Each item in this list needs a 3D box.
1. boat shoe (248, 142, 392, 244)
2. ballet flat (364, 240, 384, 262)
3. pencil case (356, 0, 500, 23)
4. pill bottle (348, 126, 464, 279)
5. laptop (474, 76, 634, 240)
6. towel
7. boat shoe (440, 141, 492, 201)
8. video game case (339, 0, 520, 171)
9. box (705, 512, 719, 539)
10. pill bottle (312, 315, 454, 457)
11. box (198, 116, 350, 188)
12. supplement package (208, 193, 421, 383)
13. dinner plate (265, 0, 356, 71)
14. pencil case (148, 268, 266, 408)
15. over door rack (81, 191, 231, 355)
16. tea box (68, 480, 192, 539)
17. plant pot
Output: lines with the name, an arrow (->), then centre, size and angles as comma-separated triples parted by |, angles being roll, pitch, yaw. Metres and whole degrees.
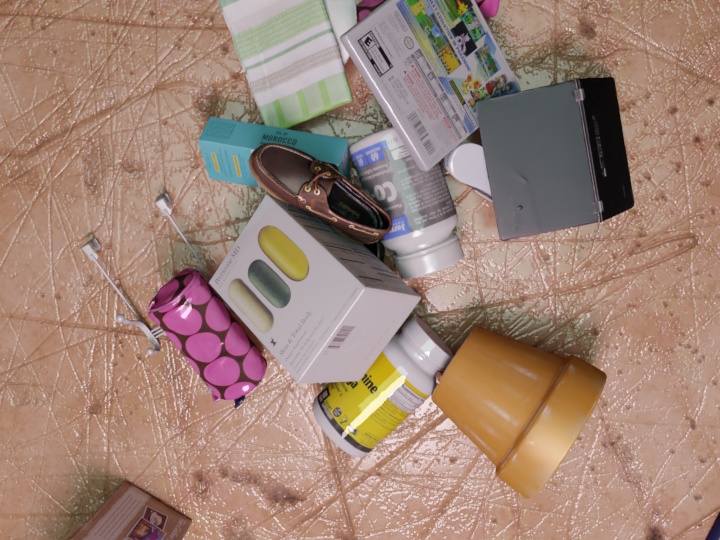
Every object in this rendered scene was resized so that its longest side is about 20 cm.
boat shoe -> -0.046, -0.103, 0.898 | 0.200, 0.070, 0.070 | 29, 76, -18
ballet flat -> 0.000, 0.000, 1.018 | 0.066, 0.057, 0.200 | 3, 94, 6
pencil case -> 0.093, -0.351, 0.954 | 0.200, 0.094, 0.091 | -19, 52, 6
pill bottle -> 0.068, -0.097, 0.973 | 0.114, 0.114, 0.200 | -19, 95, 6
laptop -> 0.271, -0.155, 0.959 | 0.116, 0.200, 0.188 | -5, 100, 41
towel -> -0.103, -0.298, 0.941 | 0.149, 0.031, 0.200 | -16, 95, 30
boat shoe -> 0.195, -0.125, 0.986 | 0.200, 0.068, 0.072 | 21, 103, -22
video game case -> 0.095, -0.260, 0.893 | 0.182, 0.022, 0.200 | -41, 113, -14
box -> 0.578, 0.434, 1.054 | 0.121, 0.032, 0.200 | 22, 100, 0
pill bottle -> 0.035, 0.163, 1.011 | 0.112, 0.112, 0.200 | 45, 97, -3
box -> -0.117, -0.154, 0.978 | 0.200, 0.082, 0.049 | 11, 57, 9
supplement package -> -0.061, 0.027, 0.935 | 0.200, 0.151, 0.152 | 43, 106, 28
dinner plate -> -0.097, -0.338, 0.958 | 0.200, 0.024, 0.201 | 8, 107, 26
pencil case -> -0.216, 0.096, 0.988 | 0.094, 0.091, 0.200 | -27, 119, 4
over door rack -> -0.304, 0.009, 1.035 | 0.148, 0.067, 0.200 | -30, 95, 6
tea box -> -0.374, 0.456, 1.032 | 0.134, 0.200, 0.197 | 32, 97, -1
plant pot -> 0.206, 0.178, 0.975 | 0.183, 0.200, 0.200 | 32, 99, 15
